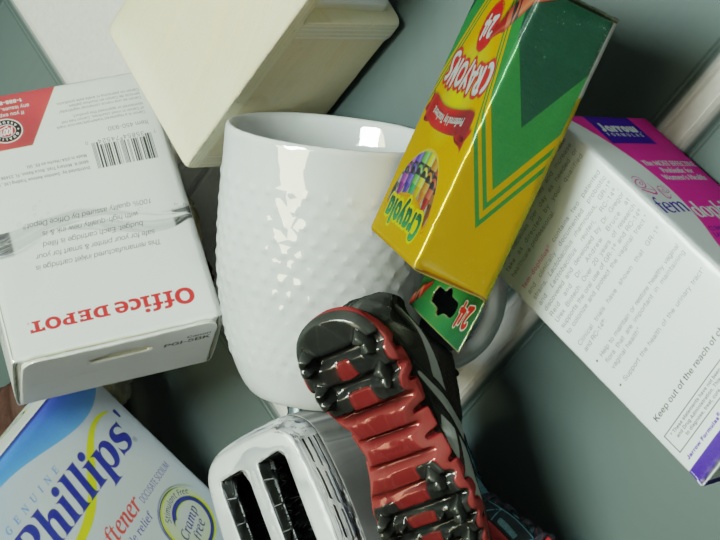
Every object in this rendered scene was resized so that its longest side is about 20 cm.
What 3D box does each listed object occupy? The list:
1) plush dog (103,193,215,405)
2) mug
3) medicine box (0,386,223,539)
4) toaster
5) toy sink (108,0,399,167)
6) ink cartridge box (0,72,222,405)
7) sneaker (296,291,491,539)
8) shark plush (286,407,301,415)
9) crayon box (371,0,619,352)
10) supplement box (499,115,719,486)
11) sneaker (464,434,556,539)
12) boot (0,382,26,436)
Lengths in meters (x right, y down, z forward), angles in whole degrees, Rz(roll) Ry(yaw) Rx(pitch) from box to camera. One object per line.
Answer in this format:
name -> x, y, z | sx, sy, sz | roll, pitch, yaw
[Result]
plush dog -> -0.201, -0.010, 1.257 | 0.171, 0.161, 0.201 | -27, 69, -1
mug -> 0.000, 0.000, 1.084 | 0.198, 0.148, 0.177 | 11, 104, 18
medicine box -> -0.199, 0.207, 1.194 | 0.200, 0.182, 0.103 | 45, 127, -10
toaster -> -0.016, 0.164, 1.103 | 0.113, 0.129, 0.202 | -28, 76, 32
toy sink -> -0.061, -0.185, 1.136 | 0.200, 0.112, 0.131 | -50, 62, 36
ink cartridge box -> -0.193, -0.023, 1.156 | 0.083, 0.146, 0.201 | 113, 142, -63
sneaker -> 0.034, 0.100, 1.008 | 0.070, 0.098, 0.202 | -19, 104, 28
shark plush -> -0.042, 0.198, 1.206 | 0.083, 0.091, 0.202 | -2, 71, 23
crayon box -> 0.066, -0.065, 0.953 | 0.201, 0.050, 0.127 | -66, 15, 5
supplement box -> 0.176, 0.011, 0.945 | 0.200, 0.101, 0.104 | 46, 121, 29
sneaker -> 0.102, 0.184, 1.057 | 0.095, 0.079, 0.201 | -26, 82, 25
boot -> -0.249, 0.171, 1.375 | 0.166, 0.072, 0.202 | -29, 73, 49
